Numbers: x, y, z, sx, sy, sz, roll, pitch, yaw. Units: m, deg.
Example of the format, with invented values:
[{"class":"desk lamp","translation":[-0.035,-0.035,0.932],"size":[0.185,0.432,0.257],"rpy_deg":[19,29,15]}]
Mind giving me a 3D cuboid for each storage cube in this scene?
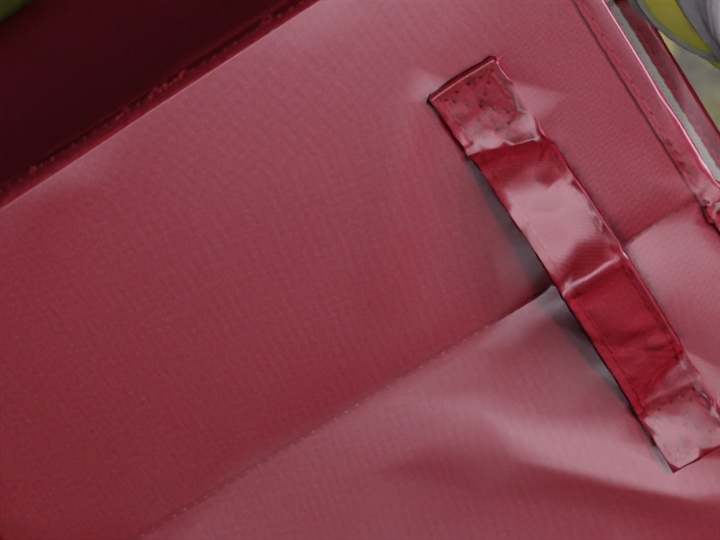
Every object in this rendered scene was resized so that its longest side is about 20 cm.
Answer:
[{"class":"storage cube","translation":[0.000,0.000,0.717],"size":[0.179,0.200,0.171],"rpy_deg":[-32,108,8]}]

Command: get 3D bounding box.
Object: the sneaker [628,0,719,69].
[{"class":"sneaker","translation":[0.110,-0.077,0.725],"size":[0.076,0.200,0.076],"rpy_deg":[39,97,20]}]
